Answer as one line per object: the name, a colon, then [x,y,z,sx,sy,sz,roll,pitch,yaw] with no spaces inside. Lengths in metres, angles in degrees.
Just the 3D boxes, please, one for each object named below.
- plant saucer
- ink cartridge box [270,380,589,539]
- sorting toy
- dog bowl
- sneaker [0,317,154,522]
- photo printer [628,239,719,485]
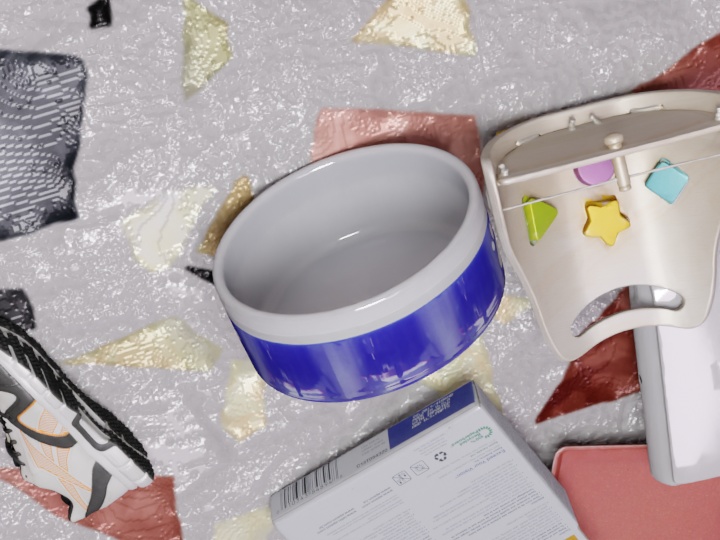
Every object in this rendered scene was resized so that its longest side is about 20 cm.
plant saucer: [0.233,0.222,1.930,0.198,0.037,0.202,0,117,-16]
ink cartridge box: [0.062,0.205,1.848,0.195,0.043,0.200,-30,123,14]
sorting toy: [0.188,-0.028,1.724,0.198,0.107,0.182,-14,107,-9]
dog bowl: [0.000,0.000,1.650,0.199,0.200,0.079,-24,123,-3]
sneaker: [-0.238,0.114,1.713,0.080,0.074,0.200,-37,120,7]
photo printer: [0.296,0.054,1.825,0.165,0.069,0.202,-12,107,-12]
